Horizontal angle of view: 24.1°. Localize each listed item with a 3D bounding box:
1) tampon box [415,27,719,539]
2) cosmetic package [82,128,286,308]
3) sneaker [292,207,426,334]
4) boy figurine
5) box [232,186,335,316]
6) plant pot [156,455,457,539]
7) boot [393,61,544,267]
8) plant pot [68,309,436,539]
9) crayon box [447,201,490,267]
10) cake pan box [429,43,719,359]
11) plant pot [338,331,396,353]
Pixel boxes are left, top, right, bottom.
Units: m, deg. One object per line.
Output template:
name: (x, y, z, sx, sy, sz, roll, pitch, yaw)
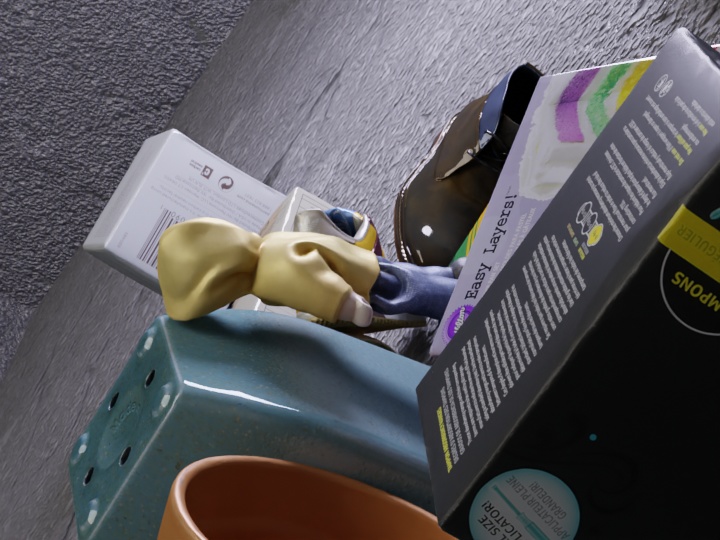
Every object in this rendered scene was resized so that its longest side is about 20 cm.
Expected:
tampon box: (0.140, 0.036, 0.683, 0.200, 0.150, 0.126, -55, 14, 17)
cosmetic package: (-0.214, -0.055, 2.029, 0.165, 0.165, 0.200, -61, 16, -7)
sneaker: (0.000, 0.000, 1.226, 0.200, 0.075, 0.091, 13, -112, -77)
boy figurine: (-0.023, 0.010, 1.019, 0.124, 0.199, 0.065, -132, 50, -71)
box: (-0.058, 0.033, 1.474, 0.078, 0.095, 0.200, -47, 17, 42)
plant pot: (-0.024, 0.200, 0.848, 0.200, 0.199, 0.140, -113, 44, -72)
boot: (0.083, -0.074, 1.248, 0.097, 0.075, 0.200, -49, 15, 43)
plant pot: (-0.063, 0.133, 1.024, 0.197, 0.200, 0.196, -57, 22, 11)
crayon box: (0.123, -0.017, 1.047, 0.127, 0.051, 0.200, -57, 15, 5)
cake pan box: (0.141, -0.023, 0.893, 0.184, 0.052, 0.201, -4, 56, 52)
plant pot: (-0.061, 0.108, 1.187, 0.200, 0.200, 0.028, -52, 58, 26)
